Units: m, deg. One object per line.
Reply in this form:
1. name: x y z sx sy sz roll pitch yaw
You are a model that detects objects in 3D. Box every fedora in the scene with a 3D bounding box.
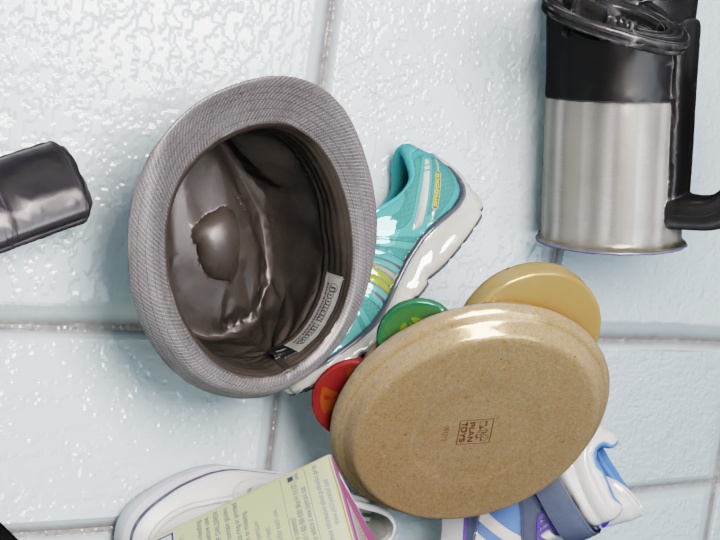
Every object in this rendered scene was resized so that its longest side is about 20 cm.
1. fedora: -0.080 -0.024 0.843 0.176 0.090 0.202 -30 119 -28

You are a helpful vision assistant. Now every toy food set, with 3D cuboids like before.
1. toy food set: 0.069 0.090 0.899 0.196 0.049 0.201 -15 132 -2

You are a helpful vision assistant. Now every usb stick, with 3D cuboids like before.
1. usb stick: -0.243 -0.021 0.751 0.199 0.033 0.056 -24 80 -32

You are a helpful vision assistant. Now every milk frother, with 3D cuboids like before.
1. milk frother: 0.178 -0.104 0.962 0.198 0.180 0.191 -9 104 -38

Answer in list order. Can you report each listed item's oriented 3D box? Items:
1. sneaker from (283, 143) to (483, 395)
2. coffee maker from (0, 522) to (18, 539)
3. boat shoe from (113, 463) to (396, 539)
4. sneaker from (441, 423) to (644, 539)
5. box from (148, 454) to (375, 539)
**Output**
1. sneaker: 0.000 0.000 0.933 0.080 0.077 0.201 42 70 -12
2. coffee maker: -0.242 0.151 0.729 0.192 0.134 0.201 -46 123 -21
3. boat shoe: -0.064 0.168 0.908 0.198 0.066 0.075 -5 102 -36
4. sneaker: 0.137 0.203 1.010 0.081 0.145 0.203 -23 113 -71
5. box: -0.065 0.246 0.851 0.198 0.097 0.177 -25 119 2
